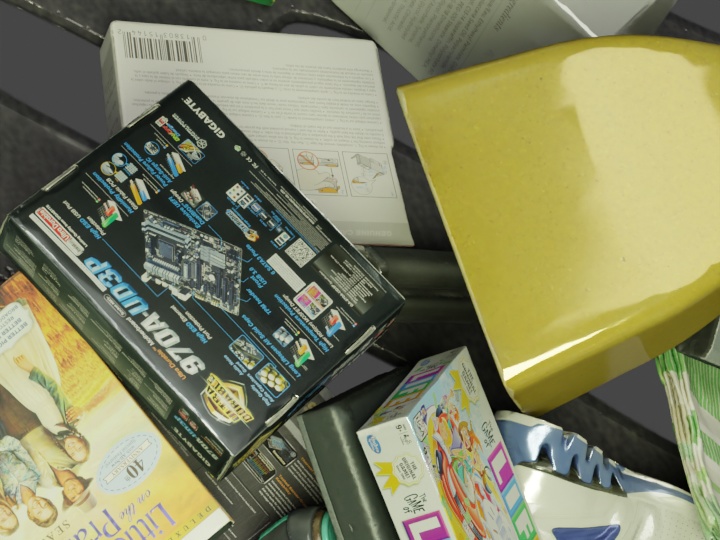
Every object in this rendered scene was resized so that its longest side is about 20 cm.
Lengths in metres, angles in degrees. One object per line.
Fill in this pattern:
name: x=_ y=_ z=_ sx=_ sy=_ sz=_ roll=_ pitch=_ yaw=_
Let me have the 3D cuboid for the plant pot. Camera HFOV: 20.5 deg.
plant pot: x=0.156 y=-0.040 z=1.237 sx=0.199 sy=0.196 sz=0.195 roll=-21 pitch=78 yaw=5

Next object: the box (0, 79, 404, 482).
box: x=-0.095 y=0.002 z=1.203 sx=0.200 sy=0.046 sz=0.159 roll=45 pitch=59 yaw=6

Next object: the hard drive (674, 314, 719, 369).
hard drive: x=0.287 y=0.008 z=1.382 sx=0.200 sy=0.033 sz=0.141 roll=20 pitch=86 yaw=-54

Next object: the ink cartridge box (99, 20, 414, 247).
ink cartridge box: x=-0.074 y=-0.085 z=1.379 sx=0.199 sy=0.045 sz=0.177 roll=2 pitch=60 yaw=-21

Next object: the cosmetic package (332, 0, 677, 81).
cosmetic package: x=0.118 y=-0.222 z=1.466 sx=0.200 sy=0.165 sz=0.165 roll=44 pitch=55 yaw=7

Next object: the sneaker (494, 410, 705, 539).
sneaker: x=0.147 y=0.180 z=1.305 sx=0.199 sy=0.080 sz=0.116 roll=28 pitch=80 yaw=-26

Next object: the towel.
towel: x=0.254 y=0.122 z=1.353 sx=0.152 sy=0.023 sz=0.201 roll=37 pitch=33 yaw=-41

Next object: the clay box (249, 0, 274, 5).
clay box: x=-0.108 y=-0.301 z=1.489 sx=0.114 sy=0.048 sz=0.201 roll=12 pitch=56 yaw=-16

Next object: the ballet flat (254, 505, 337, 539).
ballet flat: x=-0.014 y=0.236 z=1.196 sx=0.073 sy=0.073 sz=0.201 roll=-30 pitch=105 yaw=-33

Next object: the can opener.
can opener: x=0.000 y=0.000 z=1.335 sx=0.199 sy=0.054 sz=0.067 roll=3 pitch=29 yaw=-42

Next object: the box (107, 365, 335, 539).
box: x=-0.101 y=0.100 z=1.258 sx=0.200 sy=0.048 sz=0.158 roll=48 pitch=55 yaw=8

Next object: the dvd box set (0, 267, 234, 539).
dvd box set: x=-0.192 y=0.120 z=1.183 sx=0.146 sy=0.029 sz=0.200 roll=-39 pitch=80 yaw=-6

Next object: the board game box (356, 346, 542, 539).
board game box: x=0.068 y=0.160 z=1.177 sx=0.201 sy=0.034 sz=0.134 roll=68 pitch=21 yaw=-8

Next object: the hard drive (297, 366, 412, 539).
hard drive: x=0.031 y=0.165 z=1.195 sx=0.139 sy=0.033 sz=0.201 roll=-18 pitch=90 yaw=-68
